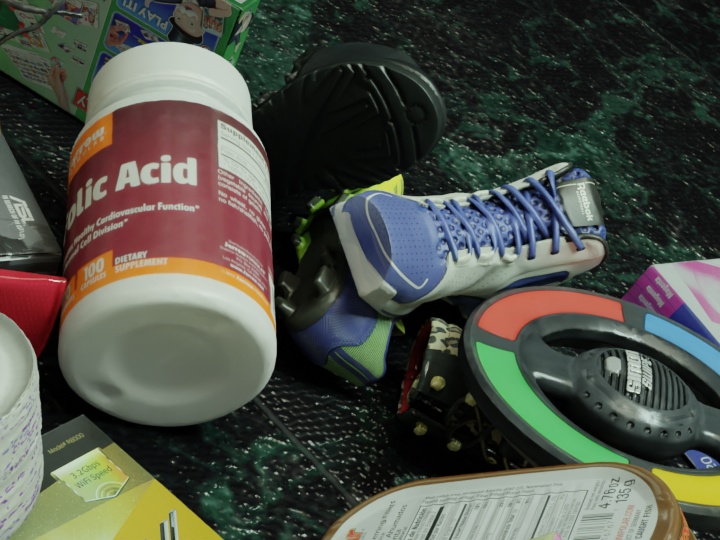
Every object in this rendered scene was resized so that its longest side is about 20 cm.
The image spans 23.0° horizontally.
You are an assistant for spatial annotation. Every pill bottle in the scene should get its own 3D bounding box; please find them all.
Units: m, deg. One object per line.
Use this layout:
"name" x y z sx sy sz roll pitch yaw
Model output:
"pill bottle" -0.105 -0.025 0.974 0.114 0.114 0.200 12 46 -18

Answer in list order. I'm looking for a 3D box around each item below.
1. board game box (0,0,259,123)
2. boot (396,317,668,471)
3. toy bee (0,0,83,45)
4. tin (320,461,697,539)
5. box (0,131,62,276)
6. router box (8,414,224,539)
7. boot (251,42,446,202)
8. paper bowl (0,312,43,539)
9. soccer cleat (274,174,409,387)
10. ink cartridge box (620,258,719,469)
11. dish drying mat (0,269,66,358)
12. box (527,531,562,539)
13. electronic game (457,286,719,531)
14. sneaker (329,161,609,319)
"board game box" -0.172 -0.163 1.116 0.200 0.135 0.029 32 36 9
"boot" 0.095 0.108 0.979 0.154 0.074 0.204 21 27 -7
"toy bee" -0.228 -0.066 0.918 0.200 0.109 0.131 -16 56 -10
"tin" 0.062 0.140 0.840 0.200 0.042 0.112 -10 24 30
"box" -0.275 -0.054 0.986 0.158 0.050 0.200 -3 44 -33
"router box" -0.144 0.164 0.783 0.157 0.052 0.200 38 37 19
"boot" -0.003 -0.106 1.114 0.168 0.200 0.076 -43 109 -50
"paper bowl" -0.241 0.054 0.768 0.201 0.104 0.201 0 24 0
"soccer cleat" -0.001 0.001 1.089 0.084 0.065 0.200 49 26 -17
"ink cartridge box" 0.270 0.070 1.163 0.200 0.043 0.196 -5 45 -37
"dish drying mat" -0.254 0.020 0.883 0.200 0.077 0.018 8 43 -22
"box" 0.050 0.237 0.702 0.176 0.097 0.200 59 37 -9
"electronic game" 0.148 0.071 0.961 0.200 0.042 0.200 16 29 -9
"sneaker" 0.078 -0.026 1.049 0.199 0.115 0.081 12 52 -55
